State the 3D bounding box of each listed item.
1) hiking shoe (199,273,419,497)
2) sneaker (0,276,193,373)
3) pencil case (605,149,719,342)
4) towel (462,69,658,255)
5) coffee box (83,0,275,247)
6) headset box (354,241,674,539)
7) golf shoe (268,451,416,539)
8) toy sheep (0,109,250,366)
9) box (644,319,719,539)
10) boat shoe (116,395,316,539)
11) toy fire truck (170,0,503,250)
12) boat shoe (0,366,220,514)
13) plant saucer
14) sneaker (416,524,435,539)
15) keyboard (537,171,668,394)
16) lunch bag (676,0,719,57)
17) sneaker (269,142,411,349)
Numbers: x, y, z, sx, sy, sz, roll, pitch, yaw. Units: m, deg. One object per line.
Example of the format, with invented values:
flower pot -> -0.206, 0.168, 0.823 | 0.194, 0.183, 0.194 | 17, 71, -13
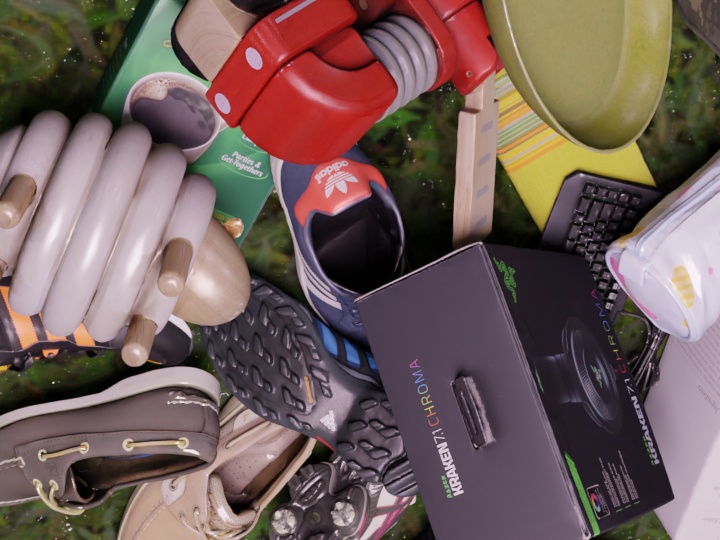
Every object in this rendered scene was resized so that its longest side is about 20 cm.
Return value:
hiking shoe -> -0.024, 0.075, 0.890 | 0.199, 0.087, 0.075 | 40, 98, 13
sneaker -> -0.202, 0.035, 0.835 | 0.198, 0.070, 0.091 | 25, 69, -20
pencil case -> 0.250, -0.046, 0.873 | 0.200, 0.083, 0.091 | -43, 151, -6
towel -> 0.144, -0.069, 0.908 | 0.085, 0.018, 0.201 | -28, 121, 10
coffee box -> -0.102, -0.087, 0.828 | 0.122, 0.044, 0.202 | 22, 112, -22
headset box -> 0.096, 0.082, 0.826 | 0.092, 0.176, 0.199 | -24, 167, 25
golf shoe -> 0.018, 0.131, 0.964 | 0.200, 0.077, 0.088 | -47, 153, 1
toy sheep -> -0.152, -0.024, 0.751 | 0.198, 0.138, 0.139 | 27, 110, -13
box -> 0.301, 0.090, 0.972 | 0.150, 0.107, 0.202 | 8, 115, -16
boat shoe -> -0.101, 0.156, 0.944 | 0.072, 0.065, 0.200 | 37, 107, -26
toy fire truck -> 0.013, -0.101, 0.745 | 0.176, 0.129, 0.201 | -37, 88, -35
boat shoe -> -0.182, 0.122, 0.890 | 0.199, 0.061, 0.072 | -19, 145, 15
plant saucer -> 0.121, -0.167, 0.779 | 0.031, 0.201, 0.201 | -3, 130, 38
sneaker -> 0.083, 0.160, 0.982 | 0.199, 0.073, 0.112 | -33, 118, 8
keyboard -> 0.171, 0.030, 0.950 | 0.125, 0.021, 0.202 | 9, 121, -12
lunch bag -> 0.296, -0.171, 0.779 | 0.165, 0.201, 0.141 | 3, 118, -12
sneaker -> 0.000, 0.000, 0.852 | 0.074, 0.085, 0.201 | -31, 138, -4
